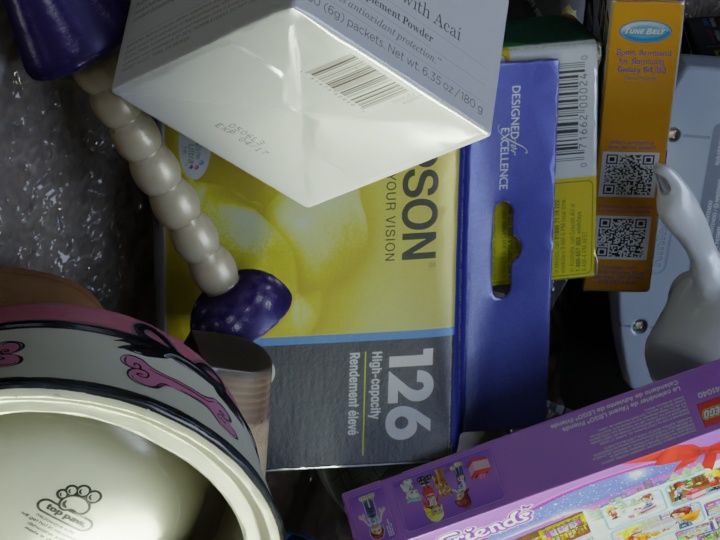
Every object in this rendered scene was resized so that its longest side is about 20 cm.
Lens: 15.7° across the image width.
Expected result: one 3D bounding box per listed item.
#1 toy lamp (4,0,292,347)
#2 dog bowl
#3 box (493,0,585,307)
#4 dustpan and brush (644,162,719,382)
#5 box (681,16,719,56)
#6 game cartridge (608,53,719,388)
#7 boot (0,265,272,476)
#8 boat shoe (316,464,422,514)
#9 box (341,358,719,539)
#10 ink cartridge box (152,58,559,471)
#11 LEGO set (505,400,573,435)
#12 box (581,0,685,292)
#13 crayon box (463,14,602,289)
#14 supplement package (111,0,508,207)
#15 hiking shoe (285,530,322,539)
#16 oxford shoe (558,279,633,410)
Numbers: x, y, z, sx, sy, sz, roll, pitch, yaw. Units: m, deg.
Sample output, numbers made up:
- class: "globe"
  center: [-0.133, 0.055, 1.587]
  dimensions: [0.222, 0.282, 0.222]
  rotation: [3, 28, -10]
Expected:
- class: "toy lamp"
  center: [-0.097, -0.057, 1.168]
  dimensions: [0.058, 0.058, 0.200]
  rotation: [-47, 119, -32]
- class: "dog bowl"
  center: [-0.131, 0.097, 1.110]
  dimensions: [0.074, 0.200, 0.200]
  rotation: [-91, 165, -49]
- class: "box"
  center: [0.078, -0.083, 1.426]
  dimensions: [0.158, 0.048, 0.200]
  rotation: [-58, 141, -20]
- class: "dustpan and brush"
  center: [0.184, 0.028, 1.329]
  dimensions: [0.057, 0.140, 0.200]
  rotation: [-50, 126, -14]
- class: "box"
  center: [0.258, -0.042, 1.577]
  dimensions: [0.132, 0.115, 0.200]
  rotation: [-92, 178, -66]
- class: "game cartridge"
  center: [0.210, -0.025, 1.488]
  dimensions: [0.133, 0.040, 0.200]
  rotation: [3, 113, -12]
- class: "boot"
  center: [-0.135, 0.082, 1.180]
  dimensions: [0.200, 0.070, 0.146]
  rotation: [15, 121, -18]
- class: "boat shoe"
  center: [0.013, 0.105, 1.407]
  dimensions: [0.074, 0.065, 0.202]
  rotation: [-40, 129, -12]
- class: "box"
  center: [0.104, 0.121, 1.320]
  dimensions: [0.137, 0.200, 0.039]
  rotation: [62, 9, -59]
- class: "ink cartridge box"
  center: [0.000, 0.000, 1.259]
  dimensions: [0.200, 0.047, 0.198]
  rotation: [-3, 110, -8]
- class: "LEGO set"
  center: [0.113, 0.148, 1.483]
  dimensions: [0.154, 0.116, 0.200]
  rotation: [139, -27, -89]
- class: "box"
  center: [0.136, -0.103, 1.337]
  dimensions: [0.119, 0.041, 0.200]
  rotation: [-89, -177, -53]
- class: "crayon box"
  center: [0.016, -0.054, 1.292]
  dimensions: [0.200, 0.051, 0.127]
  rotation: [-5, 113, -10]
- class: "supplement package"
  center: [-0.012, -0.153, 1.149]
  dimensions: [0.121, 0.120, 0.200]
  rotation: [29, 56, -34]
- class: "hiking shoe"
  center: [-0.018, 0.181, 1.361]
  dimensions: [0.200, 0.087, 0.074]
  rotation: [28, 80, -53]
- class: "oxford shoe"
  center: [0.164, -0.009, 1.561]
  dimensions: [0.071, 0.071, 0.200]
  rotation: [-25, 130, -63]
